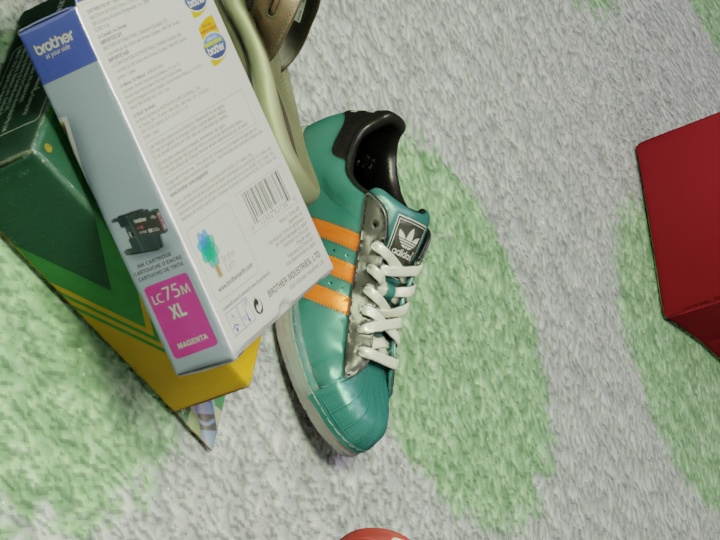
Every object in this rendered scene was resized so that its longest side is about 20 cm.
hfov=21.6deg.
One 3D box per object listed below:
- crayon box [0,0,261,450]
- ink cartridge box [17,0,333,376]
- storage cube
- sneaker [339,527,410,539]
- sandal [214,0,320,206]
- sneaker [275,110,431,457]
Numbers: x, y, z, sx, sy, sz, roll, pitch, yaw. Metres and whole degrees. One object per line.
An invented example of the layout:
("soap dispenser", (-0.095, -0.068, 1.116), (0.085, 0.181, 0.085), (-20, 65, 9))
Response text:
("crayon box", (-0.099, -0.025, 0.918), (0.200, 0.051, 0.126), (51, 33, -34))
("ink cartridge box", (-0.087, -0.066, 0.869), (0.202, 0.042, 0.119), (68, 27, -10))
("storage cube", (0.365, -0.036, 1.655), (0.171, 0.179, 0.202), (32, 45, -51))
("sneaker", (0.018, 0.236, 0.940), (0.115, 0.078, 0.202), (-26, 94, -64))
("sandal", (-0.044, -0.135, 0.999), (0.080, 0.057, 0.203), (-43, 118, -77))
("sneaker", (0.000, 0.000, 1.053), (0.071, 0.079, 0.202), (26, 51, -54))
